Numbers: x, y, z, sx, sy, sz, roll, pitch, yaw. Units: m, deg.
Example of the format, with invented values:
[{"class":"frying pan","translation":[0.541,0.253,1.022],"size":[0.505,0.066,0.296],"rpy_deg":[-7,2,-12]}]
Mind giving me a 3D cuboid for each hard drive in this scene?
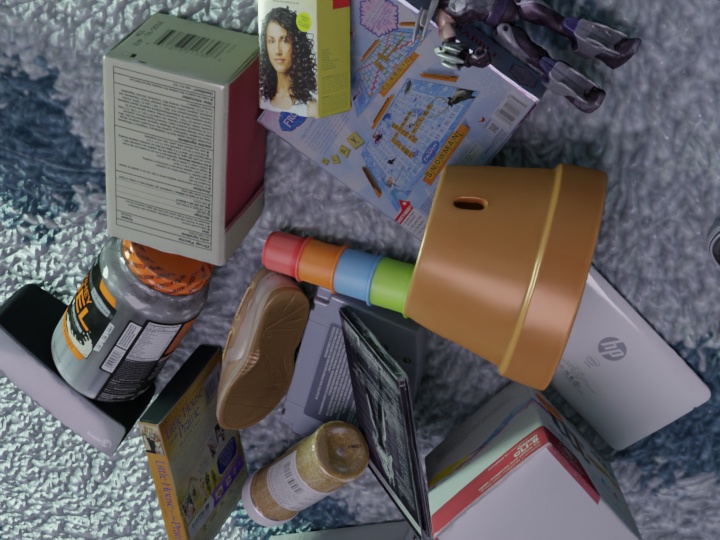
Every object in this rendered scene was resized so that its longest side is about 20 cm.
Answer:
[{"class":"hard drive","translation":[-0.322,0.104,1.545],"size":[0.200,0.135,0.042],"rpy_deg":[41,117,-7]}]

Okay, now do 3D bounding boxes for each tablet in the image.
[{"class":"tablet","translation":[0.233,0.084,1.373],"size":[0.200,0.014,0.130],"rpy_deg":[45,127,-10]}]

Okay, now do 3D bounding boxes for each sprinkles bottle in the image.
[{"class":"sprinkles bottle","translation":[-0.063,0.224,1.522],"size":[0.068,0.068,0.200],"rpy_deg":[41,144,-7]}]

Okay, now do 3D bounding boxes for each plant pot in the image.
[{"class":"plant pot","translation":[0.121,-0.009,1.231],"size":[0.139,0.200,0.201],"rpy_deg":[16,127,3]}]

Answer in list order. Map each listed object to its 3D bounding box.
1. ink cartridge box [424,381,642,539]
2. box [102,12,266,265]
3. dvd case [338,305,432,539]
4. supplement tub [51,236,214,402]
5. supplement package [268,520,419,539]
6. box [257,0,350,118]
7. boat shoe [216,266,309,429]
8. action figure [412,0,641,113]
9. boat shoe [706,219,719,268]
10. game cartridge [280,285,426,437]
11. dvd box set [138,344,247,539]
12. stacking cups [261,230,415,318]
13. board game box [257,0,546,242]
[{"class":"ink cartridge box","translation":[0.162,0.221,1.355],"size":[0.145,0.200,0.145],"rpy_deg":[-42,101,9]},{"class":"box","translation":[-0.165,-0.126,1.340],"size":[0.127,0.109,0.201],"rpy_deg":[15,126,13]},{"class":"dvd case","translation":[0.026,0.152,1.397],"size":[0.016,0.149,0.201],"rpy_deg":[-18,122,-16]},{"class":"supplement tub","translation":[-0.237,0.038,1.471],"size":[0.122,0.123,0.200],"rpy_deg":[36,127,-3]},{"class":"supplement package","translation":[-0.020,0.376,1.606],"size":[0.199,0.117,0.117],"rpy_deg":[-13,115,29]},{"class":"box","translation":[-0.049,-0.238,1.214],"size":[0.075,0.050,0.201],"rpy_deg":[13,111,37]},{"class":"boat shoe","translation":[-0.109,0.081,1.481],"size":[0.073,0.069,0.200],"rpy_deg":[5,126,-30]},{"class":"action figure","translation":[0.129,-0.213,1.173],"size":[0.200,0.069,0.130],"rpy_deg":[28,97,-9]},{"class":"boat shoe","translation":[0.395,0.019,1.226],"size":[0.199,0.071,0.072],"rpy_deg":[28,128,4]},{"class":"game cartridge","translation":[-0.004,0.111,1.477],"size":[0.133,0.042,0.200],"rpy_deg":[21,127,4]},{"class":"dvd box set","translation":[-0.181,0.204,1.542],"size":[0.029,0.146,0.201],"rpy_deg":[5,124,22]},{"class":"stacking cups","translation":[0.000,0.000,1.393],"size":[0.199,0.061,0.061],"rpy_deg":[19,127,15]},{"class":"board game box","translation":[0.035,-0.154,1.281],"size":[0.199,0.041,0.200],"rpy_deg":[37,128,-3]}]
